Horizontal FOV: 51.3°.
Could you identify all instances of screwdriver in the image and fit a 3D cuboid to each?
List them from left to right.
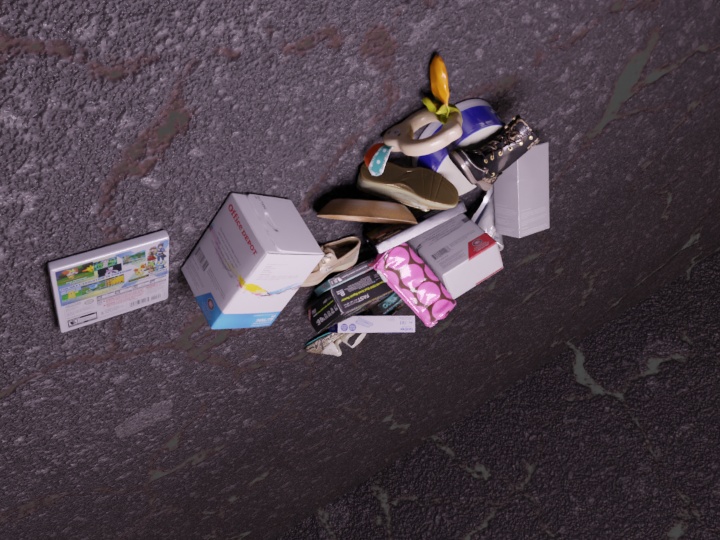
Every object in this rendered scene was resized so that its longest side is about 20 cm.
[{"bbox_3d":[0.253,-0.109,1.871,0.028,0.029,0.200,-11,152,-38],"label":"screwdriver"}]

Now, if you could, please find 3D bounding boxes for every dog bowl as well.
[{"bbox_3d":[0.206,-0.244,1.521,0.198,0.079,0.201,-27,152,-15],"label":"dog bowl"}]

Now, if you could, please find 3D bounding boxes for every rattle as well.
[{"bbox_3d":[0.075,-0.270,1.344,0.198,0.132,0.143,-13,147,17],"label":"rattle"}]

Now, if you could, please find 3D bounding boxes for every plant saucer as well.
[{"bbox_3d":[0.014,-0.115,1.454,0.199,0.199,0.036,2,93,-50],"label":"plant saucer"}]

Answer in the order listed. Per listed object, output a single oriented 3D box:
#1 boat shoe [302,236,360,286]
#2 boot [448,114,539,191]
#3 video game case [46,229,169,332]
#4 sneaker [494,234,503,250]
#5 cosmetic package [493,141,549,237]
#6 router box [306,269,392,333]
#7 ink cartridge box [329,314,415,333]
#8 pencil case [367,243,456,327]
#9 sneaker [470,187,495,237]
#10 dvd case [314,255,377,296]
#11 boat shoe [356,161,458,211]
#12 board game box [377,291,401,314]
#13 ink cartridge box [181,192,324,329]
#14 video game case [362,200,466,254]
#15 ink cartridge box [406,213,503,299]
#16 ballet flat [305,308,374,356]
[{"bbox_3d":[-0.080,-0.025,1.571,0.199,0.072,0.065,-20,146,-39],"label":"boat shoe"},{"bbox_3d":[0.257,-0.231,1.429,0.150,0.074,0.199,-41,157,16],"label":"boot"},{"bbox_3d":[-0.428,0.020,1.294,0.198,0.022,0.183,-19,150,-27],"label":"video game case"},{"bbox_3d":[0.259,-0.068,1.829,0.197,0.088,0.075,-9,149,-8],"label":"sneaker"},{"bbox_3d":[0.361,-0.185,1.683,0.106,0.090,0.203,-15,108,-32],"label":"cosmetic package"},{"bbox_3d":[-0.011,0.061,1.730,0.199,0.063,0.150,-24,172,-34],"label":"router box"},{"bbox_3d":[0.028,0.133,1.857,0.197,0.045,0.094,0,176,-16],"label":"ink cartridge box"},{"bbox_3d":[0.111,0.030,1.595,0.094,0.200,0.091,-49,-173,-39],"label":"pencil case"},{"bbox_3d":[0.329,-0.150,1.768,0.202,0.080,0.076,-63,158,10],"label":"sneaker"},{"bbox_3d":[0.000,0.000,1.689,0.198,0.022,0.146,-27,178,-19],"label":"dvd case"},{"bbox_3d":[0.092,-0.158,1.457,0.198,0.074,0.063,12,152,-5],"label":"boat shoe"},{"bbox_3d":[0.113,0.063,1.910,0.135,0.028,0.200,-39,171,2],"label":"board game box"},{"bbox_3d":[-0.197,-0.016,1.359,0.145,0.147,0.200,1,138,-49],"label":"ink cartridge box"},{"bbox_3d":[0.108,-0.099,1.572,0.198,0.026,0.181,-27,-168,-3],"label":"video game case"},{"bbox_3d":[0.204,-0.047,1.691,0.143,0.200,0.084,-30,130,-8],"label":"ink cartridge box"},{"bbox_3d":[-0.046,0.171,1.920,0.199,0.076,0.068,-34,163,-1],"label":"ballet flat"}]
